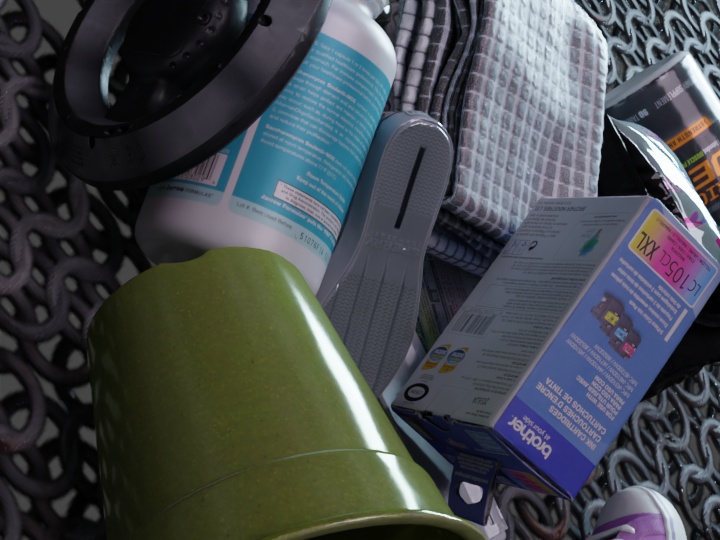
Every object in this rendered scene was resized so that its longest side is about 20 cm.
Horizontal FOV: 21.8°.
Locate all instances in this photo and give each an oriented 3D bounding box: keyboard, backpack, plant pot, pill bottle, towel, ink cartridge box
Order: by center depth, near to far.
[{"bbox_3d":[-0.060,0.097,0.956,0.200,0.200,0.190,14,43,-45],"label":"plant pot"},{"bbox_3d":[-0.046,-0.087,1.073,0.111,0.111,0.200,30,74,-35],"label":"pill bottle"},{"bbox_3d":[0.105,0.054,1.107,0.076,0.136,0.200,43,76,-18],"label":"ink cartridge box"},{"bbox_3d":[0.034,0.084,1.164,0.056,0.011,0.200,-20,82,-47],"label":"keyboard"},{"bbox_3d":[0.091,-0.100,1.223,0.165,0.085,0.200,25,67,-52],"label":"towel"},{"bbox_3d":[0.182,-0.011,1.333,0.200,0.167,0.127,66,17,13],"label":"backpack"},{"bbox_3d":[0.267,-0.065,1.490,0.200,0.106,0.106,57,37,-5],"label":"pill bottle"}]

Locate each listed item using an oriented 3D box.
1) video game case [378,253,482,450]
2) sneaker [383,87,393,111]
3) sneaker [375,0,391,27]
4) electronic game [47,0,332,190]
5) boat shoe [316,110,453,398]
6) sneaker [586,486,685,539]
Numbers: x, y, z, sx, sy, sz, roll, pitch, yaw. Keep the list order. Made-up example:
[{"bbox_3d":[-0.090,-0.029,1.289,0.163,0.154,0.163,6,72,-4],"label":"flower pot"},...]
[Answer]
[{"bbox_3d":[0.030,0.024,1.223,0.182,0.022,0.200,4,65,-48],"label":"video game case"},{"bbox_3d":[-0.061,-0.107,1.173,0.200,0.073,0.114,37,50,-20],"label":"sneaker"},{"bbox_3d":[-0.029,-0.258,1.294,0.074,0.079,0.200,-22,85,-55],"label":"sneaker"},{"bbox_3d":[-0.095,-0.130,1.030,0.042,0.200,0.200,42,39,-40],"label":"electronic game"},{"bbox_3d":[0.000,0.000,1.123,0.073,0.067,0.200,23,91,-27],"label":"boat shoe"},{"bbox_3d":[0.144,0.199,1.188,0.114,0.073,0.201,39,41,-22],"label":"sneaker"}]
